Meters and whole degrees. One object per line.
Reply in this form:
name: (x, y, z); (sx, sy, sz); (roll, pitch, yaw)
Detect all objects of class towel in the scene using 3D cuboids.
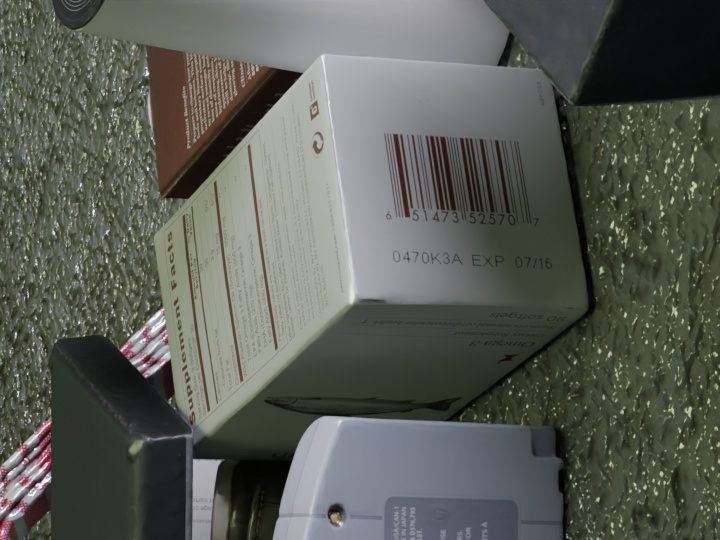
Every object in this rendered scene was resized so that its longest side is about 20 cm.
towel: (-0.142, 0.090, 1.562); (0.030, 0.200, 0.146); (43, 159, 5)

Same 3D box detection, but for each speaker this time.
speaker: (-0.033, -0.129, 1.319); (0.081, 0.199, 0.082); (-27, 59, 57)

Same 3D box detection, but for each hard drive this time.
hard drive: (-0.116, 0.147, 1.421); (0.140, 0.033, 0.201); (-141, 49, -61)

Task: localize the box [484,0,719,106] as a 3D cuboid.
box: (0.102, -0.198, 1.091); (0.197, 0.117, 0.201); (52, 134, 37)

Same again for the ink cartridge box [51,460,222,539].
ink cartridge box: (-0.098, 0.207, 1.550); (0.145, 0.084, 0.201); (126, 142, -50)

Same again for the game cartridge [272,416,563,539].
game cartridge: (0.022, 0.163, 1.238); (0.040, 0.133, 0.201); (-8, 79, 57)

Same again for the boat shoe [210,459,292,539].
boat shoe: (-0.040, 0.107, 1.454); (0.200, 0.057, 0.067); (-82, -1, -80)

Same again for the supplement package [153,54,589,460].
supplement package: (0.000, 0.000, 1.327); (0.200, 0.116, 0.118); (137, 129, -57)

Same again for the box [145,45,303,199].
box: (-0.040, -0.117, 1.485); (0.200, 0.075, 0.101); (-40, 52, 56)
